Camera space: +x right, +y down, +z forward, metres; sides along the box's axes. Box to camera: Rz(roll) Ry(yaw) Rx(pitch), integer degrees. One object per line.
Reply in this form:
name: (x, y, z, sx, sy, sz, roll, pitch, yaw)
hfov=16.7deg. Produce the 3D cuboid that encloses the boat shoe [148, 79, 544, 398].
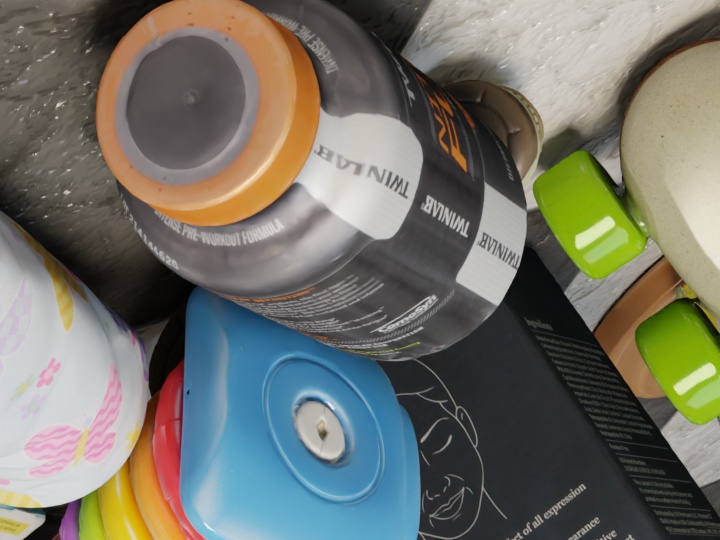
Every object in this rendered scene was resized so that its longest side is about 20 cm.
boat shoe: (0.000, 0.000, 1.022, 0.200, 0.072, 0.076, -37, 174, 13)

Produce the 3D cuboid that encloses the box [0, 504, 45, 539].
box: (-0.231, 0.135, 0.997, 0.200, 0.049, 0.082, -37, 159, 9)

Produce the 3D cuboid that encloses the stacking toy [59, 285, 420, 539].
stacking toy: (-0.079, 0.105, 0.977, 0.109, 0.117, 0.200, 28, 134, -33)

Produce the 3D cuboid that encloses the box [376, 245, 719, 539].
box: (0.059, 0.104, 1.133, 0.148, 0.200, 0.107, -39, 159, 17)

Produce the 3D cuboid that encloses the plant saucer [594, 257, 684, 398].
plant saucer: (0.219, 0.012, 1.400, 0.200, 0.032, 0.201, -28, 158, -12)

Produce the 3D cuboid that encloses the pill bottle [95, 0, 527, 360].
pill bottle: (-0.018, -0.034, 0.858, 0.106, 0.106, 0.200, -37, 159, 10)

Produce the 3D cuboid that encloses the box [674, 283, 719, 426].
box: (0.309, 0.021, 1.262, 0.192, 0.123, 0.200, -4, 159, -39)

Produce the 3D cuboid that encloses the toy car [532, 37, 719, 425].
toy car: (0.185, -0.045, 1.151, 0.164, 0.158, 0.200, -34, -172, 12)

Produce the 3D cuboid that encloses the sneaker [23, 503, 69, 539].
sneaker: (-0.155, 0.147, 1.072, 0.199, 0.096, 0.079, -28, 160, -10)

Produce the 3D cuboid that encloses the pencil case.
pencil case: (-0.140, 0.026, 0.847, 0.091, 0.083, 0.200, -40, 159, 1)
